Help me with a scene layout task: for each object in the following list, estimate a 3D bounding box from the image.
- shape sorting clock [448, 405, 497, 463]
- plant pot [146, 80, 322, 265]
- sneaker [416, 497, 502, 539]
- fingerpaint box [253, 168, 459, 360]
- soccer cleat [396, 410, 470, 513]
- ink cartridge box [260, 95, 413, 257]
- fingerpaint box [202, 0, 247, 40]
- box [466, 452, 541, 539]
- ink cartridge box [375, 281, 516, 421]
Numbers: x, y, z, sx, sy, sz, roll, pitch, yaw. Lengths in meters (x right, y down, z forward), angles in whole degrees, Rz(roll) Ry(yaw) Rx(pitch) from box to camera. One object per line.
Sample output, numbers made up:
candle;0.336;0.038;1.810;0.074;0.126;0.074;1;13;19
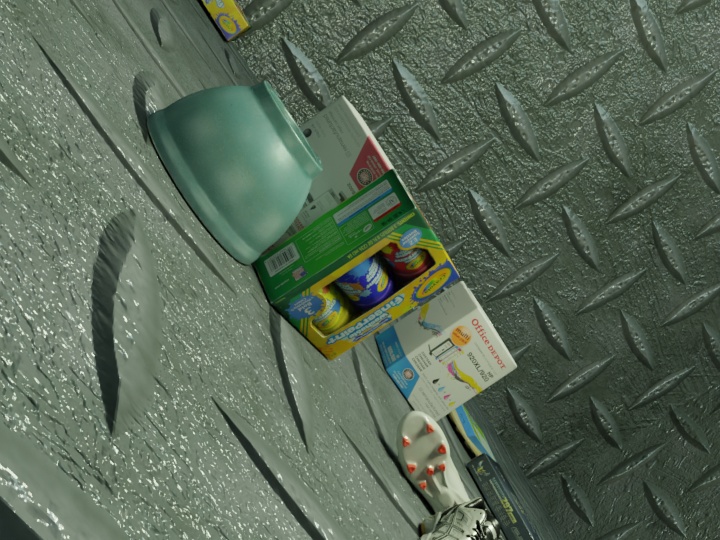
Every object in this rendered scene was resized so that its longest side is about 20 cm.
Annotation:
shape sorting clock;0.261;0.391;2.087;0.201;0.039;0.200;57;7;-10
plant pot;-0.126;-0.127;1.012;0.202;0.133;0.200;57;5;-8
sneaker;0.113;0.301;0.987;0.076;0.087;0.200;58;7;-4
fingerpaint box;0.000;0.000;1.077;0.167;0.199;0.074;51;9;-53
soccer cleat;0.096;0.266;1.181;0.202;0.069;0.078;63;-2;-18
ink cartridge box;-0.055;-0.095;1.131;0.148;0.199;0.083;58;9;19
fingerpaint box;-0.380;-0.727;2.424;0.201;0.073;0.167;56;5;-12
box;0.299;0.483;1.841;0.201;0.051;0.158;61;7;27
ink cartridge box;0.154;0.149;1.635;0.148;0.199;0.145;54;5;-19
